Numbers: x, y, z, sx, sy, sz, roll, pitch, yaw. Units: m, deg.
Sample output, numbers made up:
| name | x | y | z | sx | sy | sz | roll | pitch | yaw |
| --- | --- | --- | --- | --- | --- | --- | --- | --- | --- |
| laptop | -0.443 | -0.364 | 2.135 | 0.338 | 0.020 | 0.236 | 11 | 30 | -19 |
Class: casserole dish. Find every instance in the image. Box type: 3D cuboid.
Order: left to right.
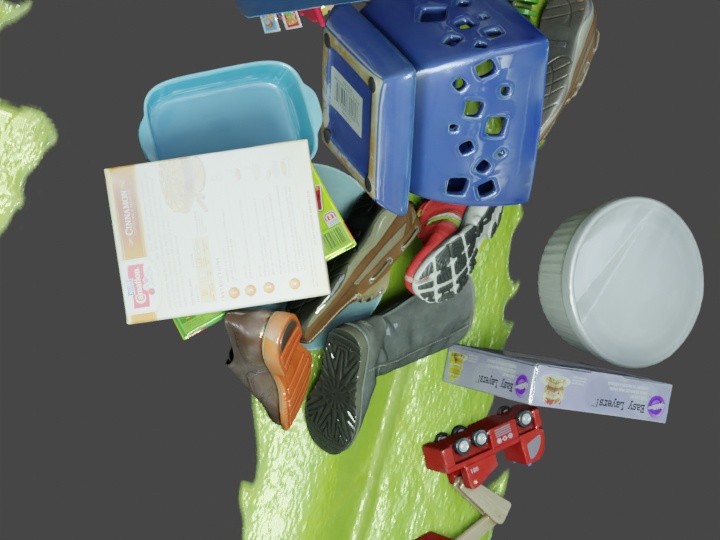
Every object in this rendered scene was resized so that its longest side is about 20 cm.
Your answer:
| name | x | y | z | sx | sy | sz | roll | pitch | yaw |
| --- | --- | --- | --- | --- | --- | --- | --- | --- | --- |
| casserole dish | -0.137 | -0.147 | 1.668 | 0.200 | 0.039 | 0.121 | -15 | 86 | -22 |

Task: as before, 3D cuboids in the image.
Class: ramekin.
| name | x | y | z | sx | sy | sz | roll | pitch | yaw |
| --- | --- | --- | --- | --- | --- | --- | --- | --- | --- |
| ramekin | 0.300 | 0.012 | 1.906 | 0.202 | 0.094 | 0.203 | -2 | 94 | -29 |

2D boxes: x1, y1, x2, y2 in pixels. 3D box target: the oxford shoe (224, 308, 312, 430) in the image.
| name | x | y | z | sx | sy | sz | roll | pitch | yaw |
| --- | --- | --- | --- | --- | --- | --- | --- | --- | --- |
| oxford shoe | -0.097 | 0.098 | 1.672 | 0.200 | 0.073 | 0.071 | 84 | 25 | -53 |

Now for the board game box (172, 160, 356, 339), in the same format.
| name | x | y | z | sx | sy | sz | roll | pitch | yaw |
| --- | --- | --- | --- | --- | --- | --- | --- | --- | --- |
| board game box | -0.115 | -0.022 | 1.641 | 0.200 | 0.048 | 0.102 | -29 | 89 | -2 |

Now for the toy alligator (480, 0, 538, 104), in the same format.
| name | x | y | z | sx | sy | sz | roll | pitch | yaw |
| --- | --- | --- | --- | --- | --- | --- | --- | --- | --- |
| toy alligator | 0.175 | -0.277 | 1.837 | 0.059 | 0.054 | 0.200 | 3 | 94 | -44 |

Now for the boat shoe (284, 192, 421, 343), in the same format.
| name | x | y | z | sx | sy | sz | roll | pitch | yaw |
| --- | --- | --- | --- | --- | --- | --- | --- | --- | --- |
| boat shoe | 0.000 | 0.000 | 1.704 | 0.074 | 0.076 | 0.200 | 46 | 72 | -27 |

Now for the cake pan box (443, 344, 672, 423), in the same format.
| name | x | y | z | sx | sy | sz | roll | pitch | yaw |
| --- | --- | --- | --- | --- | --- | --- | --- | --- | --- |
| cake pan box | 0.223 | 0.126 | 1.817 | 0.200 | 0.184 | 0.052 | 9 | 92 | -30 |

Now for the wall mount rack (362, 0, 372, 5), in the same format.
| name | x | y | z | sx | sy | sz | roll | pitch | yaw |
| --- | --- | --- | --- | --- | --- | --- | --- | --- | --- |
| wall mount rack | 0.068 | -0.341 | 1.774 | 0.174 | 0.075 | 0.200 | 45 | 72 | -20 |

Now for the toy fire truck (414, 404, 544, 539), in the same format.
| name | x | y | z | sx | sy | sz | roll | pitch | yaw |
| --- | --- | --- | --- | --- | --- | --- | --- | --- | --- |
| toy fire truck | 0.134 | 0.249 | 1.849 | 0.200 | 0.049 | 0.141 | -20 | 102 | -28 |

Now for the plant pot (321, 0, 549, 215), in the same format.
| name | x | y | z | sx | sy | sz | roll | pitch | yaw |
| --- | --- | --- | --- | --- | --- | --- | --- | --- | --- |
| plant pot | 0.066 | -0.183 | 1.681 | 0.180 | 0.200 | 0.200 | -14 | 128 | -21 |

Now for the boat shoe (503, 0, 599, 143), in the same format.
| name | x | y | z | sx | sy | sz | roll | pitch | yaw |
| --- | --- | --- | --- | --- | --- | --- | --- | --- | --- |
| boat shoe | 0.230 | -0.224 | 1.865 | 0.072 | 0.076 | 0.200 | 41 | 71 | -51 |

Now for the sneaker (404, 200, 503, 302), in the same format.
| name | x | y | z | sx | sy | sz | roll | pitch | yaw |
| --- | --- | --- | --- | --- | --- | --- | --- | --- | --- |
| sneaker | 0.090 | -0.036 | 1.775 | 0.200 | 0.085 | 0.077 | -51 | 147 | -44 |

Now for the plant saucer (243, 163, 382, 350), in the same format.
| name | x | y | z | sx | sy | sz | roll | pitch | yaw |
| --- | --- | --- | --- | --- | --- | --- | --- | --- | --- |
| plant saucer | -0.062 | -0.015 | 1.732 | 0.201 | 0.039 | 0.201 | -2 | 94 | -29 |

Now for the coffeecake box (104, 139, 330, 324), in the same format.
| name | x | y | z | sx | sy | sz | roll | pitch | yaw |
| --- | --- | --- | --- | --- | --- | --- | --- | --- | --- |
| coffeecake box | -0.139 | -0.038 | 1.580 | 0.200 | 0.073 | 0.154 | -8 | 90 | -1 |

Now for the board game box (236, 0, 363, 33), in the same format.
| name | x | y | z | sx | sy | sz | roll | pitch | yaw |
| --- | --- | --- | --- | --- | --- | --- | --- | --- | --- |
| board game box | -0.027 | -0.291 | 1.658 | 0.158 | 0.200 | 0.039 | -67 | 145 | -49 |

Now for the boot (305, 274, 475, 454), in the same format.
| name | x | y | z | sx | sy | sz | roll | pitch | yaw |
| --- | --- | --- | --- | --- | --- | --- | --- | --- | --- |
| boot | 0.036 | 0.098 | 1.776 | 0.200 | 0.073 | 0.182 | -28 | 145 | -48 |
